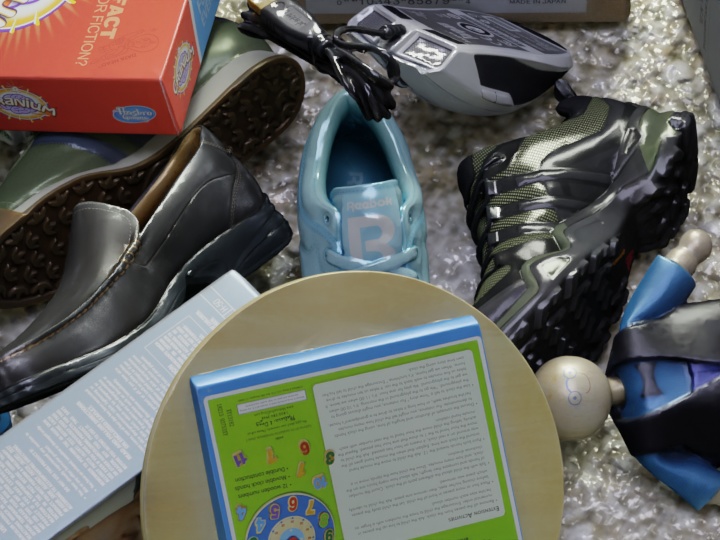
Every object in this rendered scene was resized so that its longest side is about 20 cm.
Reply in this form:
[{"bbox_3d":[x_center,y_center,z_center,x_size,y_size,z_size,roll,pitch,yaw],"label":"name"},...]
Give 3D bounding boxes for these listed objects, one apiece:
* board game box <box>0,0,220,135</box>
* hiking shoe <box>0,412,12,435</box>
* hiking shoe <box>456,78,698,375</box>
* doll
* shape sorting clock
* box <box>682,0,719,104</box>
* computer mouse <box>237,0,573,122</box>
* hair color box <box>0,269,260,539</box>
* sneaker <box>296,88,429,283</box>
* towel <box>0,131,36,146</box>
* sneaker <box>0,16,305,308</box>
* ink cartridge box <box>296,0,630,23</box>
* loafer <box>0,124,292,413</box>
[{"bbox_3d":[-0.171,-0.139,1.464,0.200,0.040,0.153,1,51,15],"label":"board game box"},{"bbox_3d":[-0.206,0.016,1.366,0.074,0.087,0.200,-11,71,-37],"label":"hiking shoe"},{"bbox_3d":[0.083,-0.012,1.419,0.101,0.076,0.200,20,52,29],"label":"hiking shoe"},{"bbox_3d":[0.175,0.044,1.369,0.200,0.048,0.137,-11,78,-8],"label":"doll"},{"bbox_3d":[-0.002,0.100,1.302,0.200,0.039,0.200,1,86,-20],"label":"shape sorting clock"},{"bbox_3d":[0.271,-0.171,1.430,0.199,0.200,0.172,-11,55,-5],"label":"box"},{"bbox_3d":[0.032,-0.101,1.440,0.110,0.044,0.200,30,19,37],"label":"computer mouse"},{"bbox_3d":[-0.114,0.098,1.329,0.200,0.099,0.061,-36,63,-19],"label":"hair color box"},{"bbox_3d":[0.000,0.000,1.399,0.074,0.082,0.200,-11,57,-3],"label":"sneaker"},{"bbox_3d":[-0.170,-0.163,1.553,0.149,0.031,0.200,33,62,19],"label":"towel"},{"bbox_3d":[-0.130,-0.063,1.463,0.200,0.067,0.090,-35,49,-15],"label":"sneaker"},{"bbox_3d":[0.041,-0.205,1.482,0.200,0.165,0.075,-1,53,3],"label":"ink cartridge box"},{"bbox_3d":[-0.118,0.001,1.376,0.200,0.073,0.072,-39,103,-45],"label":"loafer"}]
